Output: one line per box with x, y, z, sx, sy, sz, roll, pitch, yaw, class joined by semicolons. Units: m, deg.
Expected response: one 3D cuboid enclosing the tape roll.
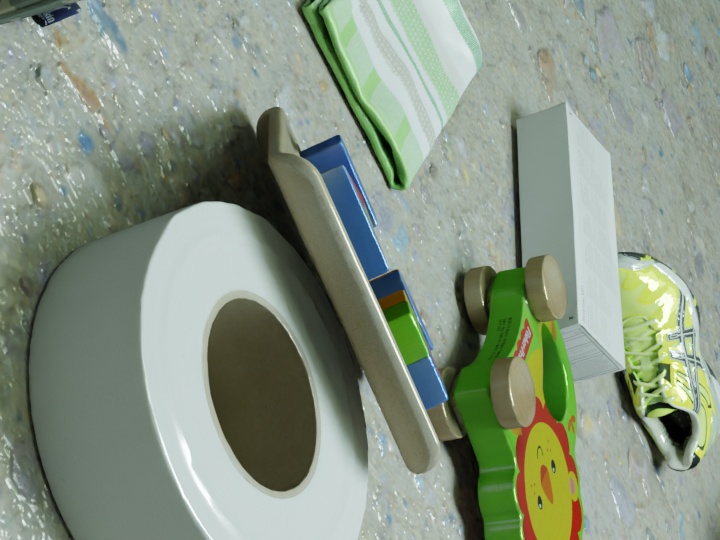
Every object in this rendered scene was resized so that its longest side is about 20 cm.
-0.075;0.071;0.950;0.202;0.070;0.204;40;41;-47;tape roll

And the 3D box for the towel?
0.030;-0.164;1.328;0.150;0.031;0.200;61;30;-21;towel

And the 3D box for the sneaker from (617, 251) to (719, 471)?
0.246;0.074;1.545;0.201;0.075;0.077;59;30;-22;sneaker

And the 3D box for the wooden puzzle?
0.000;0.000;1.060;0.200;0.046;0.186;-121;-174;-77;wooden puzzle

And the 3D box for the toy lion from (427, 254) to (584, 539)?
0.115;0.117;1.299;0.200;0.068;0.193;-65;138;-53;toy lion

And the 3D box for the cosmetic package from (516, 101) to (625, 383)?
0.160;-0.022;1.466;0.083;0.050;0.201;43;39;-47;cosmetic package

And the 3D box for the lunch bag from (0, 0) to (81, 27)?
-0.160;-0.216;0.887;0.168;0.138;0.201;-70;141;-74;lunch bag
